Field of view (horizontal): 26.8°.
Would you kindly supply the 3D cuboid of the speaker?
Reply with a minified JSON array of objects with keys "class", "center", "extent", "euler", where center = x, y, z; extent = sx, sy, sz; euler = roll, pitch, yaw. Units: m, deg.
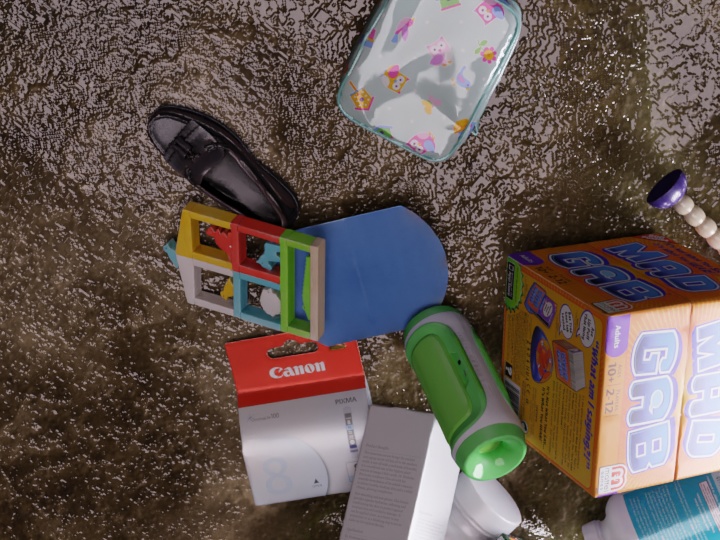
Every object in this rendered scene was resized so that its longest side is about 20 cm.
[{"class":"speaker","center":[0.113,0.132,1.669],"extent":[0.088,0.200,0.089],"euler":[-12,136,-12]}]

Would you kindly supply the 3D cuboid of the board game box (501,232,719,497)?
[{"class":"board game box","center":[0.285,0.094,1.613],"extent":[0.199,0.200,0.201],"euler":[-8,112,-23]}]

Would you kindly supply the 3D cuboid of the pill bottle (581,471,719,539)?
[{"class":"pill bottle","center":[0.363,0.293,1.763],"extent":[0.199,0.111,0.111],"euler":[-24,107,11]}]

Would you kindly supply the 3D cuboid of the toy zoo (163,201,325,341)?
[{"class":"toy zoo","center":[-0.133,-0.003,1.693],"extent":[0.199,0.020,0.132],"euler":[16,128,18]}]

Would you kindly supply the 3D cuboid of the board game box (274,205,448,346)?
[{"class":"board game box","center":[0.000,0.000,1.717],"extent":[0.199,0.039,0.159],"euler":[-13,120,7]}]

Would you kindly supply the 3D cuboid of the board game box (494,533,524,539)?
[{"class":"board game box","center":[0.185,0.365,1.779],"extent":[0.105,0.023,0.200],"euler":[-43,143,14]}]

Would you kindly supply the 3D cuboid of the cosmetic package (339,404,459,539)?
[{"class":"cosmetic package","center":[0.046,0.261,1.723],"extent":[0.101,0.071,0.201],"euler":[4,76,41]}]

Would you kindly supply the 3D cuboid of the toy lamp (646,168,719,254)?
[{"class":"toy lamp","center":[0.405,-0.028,1.674],"extent":[0.200,0.058,0.058],"euler":[43,107,-12]}]

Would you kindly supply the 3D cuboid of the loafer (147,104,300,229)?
[{"class":"loafer","center":[-0.152,-0.111,1.673],"extent":[0.200,0.063,0.072],"euler":[37,109,-10]}]

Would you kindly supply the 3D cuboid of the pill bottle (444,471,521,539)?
[{"class":"pill bottle","center":[0.091,0.330,1.788],"extent":[0.120,0.120,0.200],"euler":[41,107,-11]}]

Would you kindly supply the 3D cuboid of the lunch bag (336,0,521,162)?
[{"class":"lunch bag","center":[0.075,-0.223,1.613],"extent":[0.160,0.077,0.201],"euler":[26,109,-7]}]

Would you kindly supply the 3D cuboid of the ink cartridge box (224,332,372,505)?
[{"class":"ink cartridge box","center":[-0.066,0.171,1.778],"extent":[0.159,0.047,0.201],"euler":[-9,111,7]}]
